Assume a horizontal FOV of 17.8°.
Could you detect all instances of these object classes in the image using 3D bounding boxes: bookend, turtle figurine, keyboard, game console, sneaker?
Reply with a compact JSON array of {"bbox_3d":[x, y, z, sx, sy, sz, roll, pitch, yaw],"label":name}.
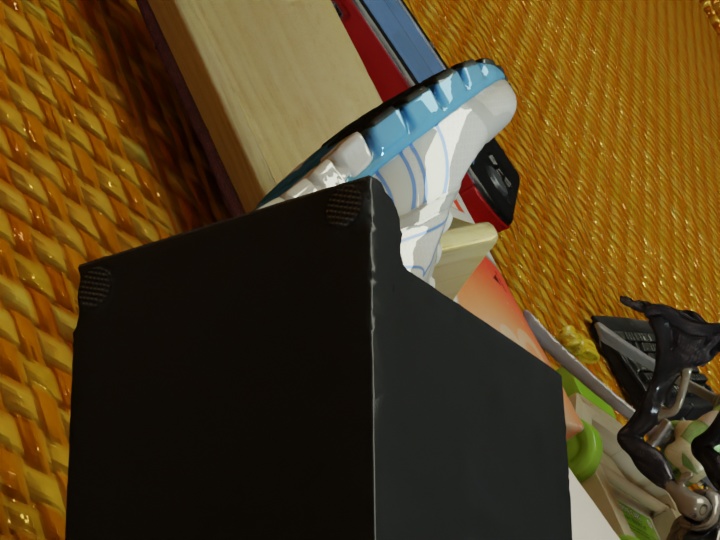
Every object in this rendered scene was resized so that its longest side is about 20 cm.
[{"bbox_3d":[0.018,0.111,0.595,0.199,0.092,0.201,32,49,-51],"label":"bookend"},{"bbox_3d":[0.187,0.099,1.156,0.144,0.199,0.195,113,-34,-82],"label":"turtle figurine"},{"bbox_3d":[0.206,0.083,1.489,0.127,0.021,0.200,61,17,12],"label":"keyboard"},{"bbox_3d":[0.029,-0.116,1.313,0.200,0.031,0.177,56,16,-7],"label":"game console"},{"bbox_3d":[0.000,0.000,0.801,0.087,0.075,0.200,52,53,-5],"label":"sneaker"}]

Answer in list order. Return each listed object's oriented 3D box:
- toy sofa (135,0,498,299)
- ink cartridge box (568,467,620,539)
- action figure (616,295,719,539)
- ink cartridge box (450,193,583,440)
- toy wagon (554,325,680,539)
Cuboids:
[{"bbox_3d":[-0.035,-0.058,0.920,0.083,0.098,0.201,-11,64,-32],"label":"toy sofa"},{"bbox_3d":[0.038,0.132,0.703,0.200,0.116,0.068,54,17,-10],"label":"ink cartridge box"},{"bbox_3d":[0.135,0.118,1.019,0.118,0.201,0.102,13,1,-29],"label":"action figure"},{"bbox_3d":[0.016,0.001,1.014,0.163,0.050,0.200,63,13,20],"label":"ink cartridge box"},{"bbox_3d":[0.136,0.121,1.166,0.155,0.039,0.201,35,27,-55],"label":"toy wagon"}]
